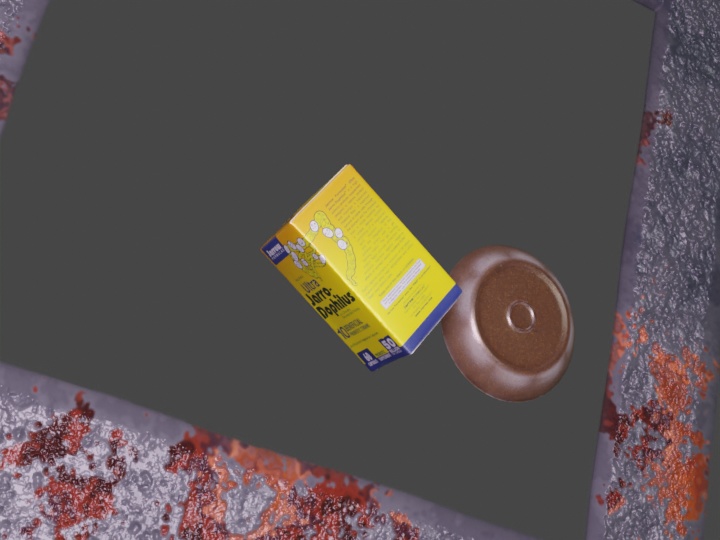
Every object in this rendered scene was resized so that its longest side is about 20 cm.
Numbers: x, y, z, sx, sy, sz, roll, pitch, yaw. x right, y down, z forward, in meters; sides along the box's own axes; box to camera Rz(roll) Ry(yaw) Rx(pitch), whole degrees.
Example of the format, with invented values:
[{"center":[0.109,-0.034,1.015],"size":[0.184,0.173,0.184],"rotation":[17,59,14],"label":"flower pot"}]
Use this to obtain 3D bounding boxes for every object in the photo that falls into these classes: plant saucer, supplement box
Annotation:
[{"center":[0.194,0.061,1.411],"size":[0.197,0.037,0.204],"rotation":[7,73,-22],"label":"plant saucer"},{"center":[0.000,0.000,1.297],"size":[0.200,0.109,0.110],"rotation":[47,62,-5],"label":"supplement box"}]
